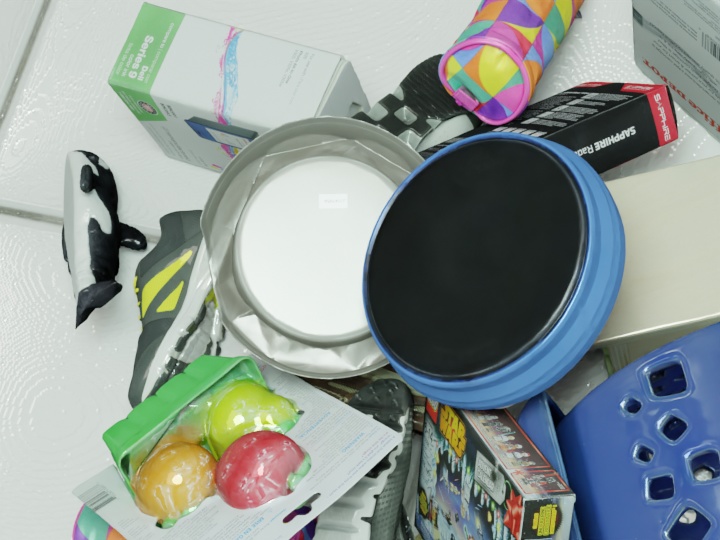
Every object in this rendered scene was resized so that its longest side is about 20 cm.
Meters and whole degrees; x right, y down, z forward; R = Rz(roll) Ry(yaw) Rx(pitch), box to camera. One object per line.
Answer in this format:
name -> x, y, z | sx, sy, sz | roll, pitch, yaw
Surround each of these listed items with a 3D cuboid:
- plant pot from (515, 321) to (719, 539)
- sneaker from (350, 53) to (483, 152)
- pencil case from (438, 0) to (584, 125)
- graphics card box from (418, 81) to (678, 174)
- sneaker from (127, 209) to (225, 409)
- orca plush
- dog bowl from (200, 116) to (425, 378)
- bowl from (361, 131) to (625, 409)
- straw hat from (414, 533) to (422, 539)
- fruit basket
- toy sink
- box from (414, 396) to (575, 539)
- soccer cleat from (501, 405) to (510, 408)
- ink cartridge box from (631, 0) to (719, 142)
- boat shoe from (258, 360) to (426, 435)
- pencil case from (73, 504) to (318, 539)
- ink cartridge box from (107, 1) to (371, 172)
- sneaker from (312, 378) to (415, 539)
plant pot -> 0.221, 0.171, 1.060 | 0.178, 0.200, 0.201 | -17, 65, 13
sneaker -> 0.050, -0.120, 1.293 | 0.199, 0.089, 0.074 | -32, 65, -28
pencil case -> 0.132, -0.204, 1.252 | 0.088, 0.089, 0.200 | 12, 39, 18
graphics card box -> 0.140, -0.096, 1.196 | 0.199, 0.125, 0.051 | -23, 107, -21
sneaker -> -0.162, 0.035, 1.287 | 0.084, 0.075, 0.201 | 9, 62, 24
orca plush -> -0.220, -0.034, 1.315 | 0.071, 0.106, 0.200 | 4, 28, -19
dog bowl -> -0.025, -0.014, 1.146 | 0.198, 0.059, 0.202 | 0, 79, -1
bowl -> 0.086, -0.004, 1.039 | 0.199, 0.039, 0.202 | -16, 62, 31
straw hat -> 0.083, 0.273, 1.110 | 0.199, 0.085, 0.203 | -5, 67, 13
fruit basket -> -0.092, 0.149, 1.096 | 0.185, 0.094, 0.199 | -39, 42, -23
toy sink -> 0.228, 0.007, 1.169 | 0.198, 0.112, 0.131 | -14, 64, 8
box -> 0.089, 0.171, 1.051 | 0.040, 0.138, 0.200 | -1, 21, -16
soccer cleat -> 0.132, 0.010, 1.084 | 0.068, 0.085, 0.201 | 1, 68, 37
ink cartridge box -> 0.292, -0.199, 1.190 | 0.083, 0.200, 0.147 | -39, 65, -7
boat shoe -> 0.011, 0.108, 1.187 | 0.201, 0.075, 0.075 | 9, 81, 12
pencil case -> -0.126, 0.220, 1.179 | 0.198, 0.088, 0.089 | 3, 69, 15
ink cartridge box -> -0.097, -0.142, 1.294 | 0.199, 0.145, 0.088 | 16, 73, 20
sneaker -> 0.007, 0.184, 1.136 | 0.066, 0.090, 0.202 | 5, 72, 32
